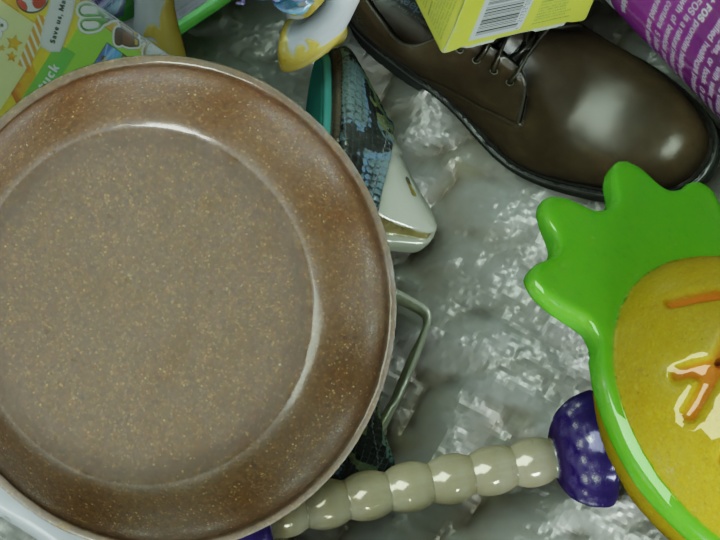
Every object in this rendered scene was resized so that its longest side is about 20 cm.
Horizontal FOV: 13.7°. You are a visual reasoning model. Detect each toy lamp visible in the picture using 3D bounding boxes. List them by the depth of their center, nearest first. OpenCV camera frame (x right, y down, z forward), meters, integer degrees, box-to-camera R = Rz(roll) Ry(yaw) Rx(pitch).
[{"bbox_3d":[0.008,0.096,1.273,0.200,0.058,0.058,-10,71,-9],"label":"toy lamp"}]

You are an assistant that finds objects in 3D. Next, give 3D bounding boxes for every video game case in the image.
[{"bbox_3d":[-0.130,-0.006,1.238,0.182,0.023,0.200,34,76,-17],"label":"video game case"}]

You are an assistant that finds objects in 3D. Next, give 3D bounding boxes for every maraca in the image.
[{"bbox_3d":[0.149,0.043,1.249,0.137,0.107,0.200,-26,76,-40],"label":"maraca"}]

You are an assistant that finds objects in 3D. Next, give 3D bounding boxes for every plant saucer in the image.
[{"bbox_3d":[-0.084,0.014,1.224,0.200,0.037,0.201,1,88,-21],"label":"plant saucer"}]

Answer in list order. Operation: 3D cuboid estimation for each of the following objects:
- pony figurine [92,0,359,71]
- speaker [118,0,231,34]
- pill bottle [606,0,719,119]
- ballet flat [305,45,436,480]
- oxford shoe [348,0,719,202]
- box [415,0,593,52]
[{"bbox_3d":[-0.069,-0.170,1.253,0.193,0.200,0.167,18,55,-3],"label":"pony figurine"},{"bbox_3d":[-0.081,-0.165,1.390,0.200,0.088,0.089,-34,69,2],"label":"speaker"},{"bbox_3d":[0.182,-0.117,1.295,0.112,0.112,0.200,-41,68,0],"label":"pill bottle"},{"bbox_3d":[0.000,0.000,1.339,0.074,0.074,0.200,4,77,15],"label":"ballet flat"},{"bbox_3d":[0.068,-0.091,1.332,0.200,0.084,0.073,29,81,18],"label":"oxford shoe"},{"bbox_3d":[0.032,-0.192,1.307,0.075,0.050,0.200,-13,63,-21],"label":"box"}]
